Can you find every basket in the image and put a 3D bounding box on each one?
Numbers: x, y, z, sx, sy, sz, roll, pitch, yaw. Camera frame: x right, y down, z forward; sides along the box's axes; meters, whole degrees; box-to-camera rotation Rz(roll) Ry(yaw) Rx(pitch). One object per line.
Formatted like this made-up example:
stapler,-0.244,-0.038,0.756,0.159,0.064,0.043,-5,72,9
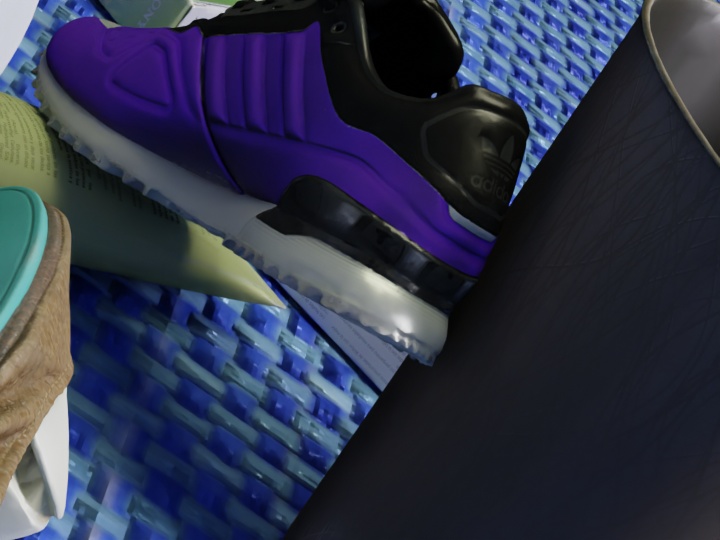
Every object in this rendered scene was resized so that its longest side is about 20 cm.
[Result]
basket,0.077,0.045,0.799,0.136,0.200,0.181,25,28,-30

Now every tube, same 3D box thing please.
tube,-0.106,-0.028,0.861,0.200,0.052,0.058,16,67,-51

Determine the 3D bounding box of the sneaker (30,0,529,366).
sneaker,-0.018,-0.052,0.821,0.069,0.100,0.200,28,4,-46

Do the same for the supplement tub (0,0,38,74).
supplement tub,-0.187,-0.120,0.731,0.140,0.141,0.200,12,21,-48

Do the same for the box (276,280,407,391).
box,0.000,0.000,0.974,0.200,0.041,0.039,45,23,15

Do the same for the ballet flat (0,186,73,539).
ballet flat,-0.107,0.053,0.688,0.200,0.068,0.073,-78,146,-62

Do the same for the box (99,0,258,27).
box,-0.091,-0.159,1.139,0.200,0.036,0.144,49,24,25
